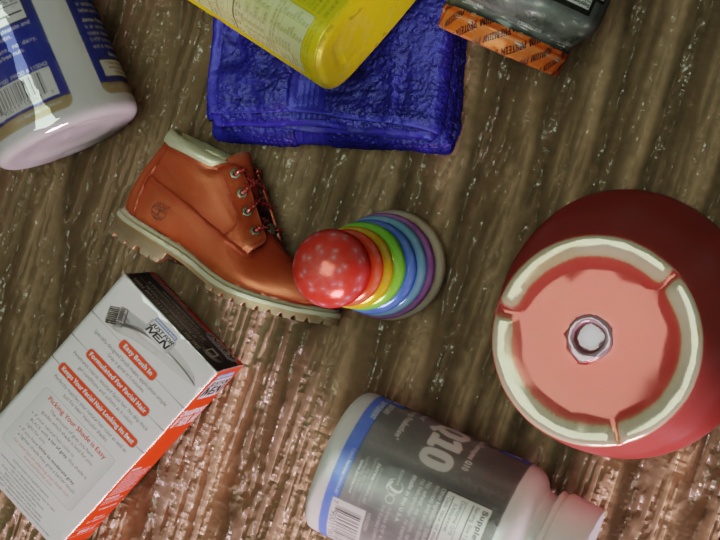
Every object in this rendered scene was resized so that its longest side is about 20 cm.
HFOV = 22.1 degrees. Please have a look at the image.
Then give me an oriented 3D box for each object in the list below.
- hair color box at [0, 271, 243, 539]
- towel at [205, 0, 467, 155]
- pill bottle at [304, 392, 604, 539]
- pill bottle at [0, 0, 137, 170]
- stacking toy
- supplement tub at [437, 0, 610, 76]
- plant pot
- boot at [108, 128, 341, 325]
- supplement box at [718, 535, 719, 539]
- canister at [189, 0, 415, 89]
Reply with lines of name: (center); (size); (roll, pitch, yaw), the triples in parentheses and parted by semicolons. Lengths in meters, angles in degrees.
hair color box: (-0.202, 0.110, 1.457); (0.111, 0.064, 0.200); (46, 104, 10)
towel: (-0.019, -0.165, 1.402); (0.199, 0.050, 0.148); (5, 94, 15)
pill bottle: (0.070, 0.178, 1.358); (0.200, 0.114, 0.114); (23, 98, 13)
pill bottle: (-0.264, -0.191, 1.432); (0.120, 0.120, 0.200); (-24, 86, 15)
stacking toy: (0.000, 0.000, 1.325); (0.085, 0.200, 0.086); (1, 93, 16)
supplement tub: (0.137, -0.249, 1.317); (0.122, 0.123, 0.200); (26, 99, 13)
plant pot: (0.177, 0.043, 1.291); (0.200, 0.177, 0.201); (1, 92, 16)
boot: (-0.089, -0.032, 1.417); (0.200, 0.075, 0.107); (29, 95, 14)
supplement box: (0.305, 0.204, 1.249); (0.110, 0.200, 0.086); (-35, 84, 13)
canister: (-0.062, -0.239, 1.358); (0.200, 0.087, 0.149); (35, 76, 22)
